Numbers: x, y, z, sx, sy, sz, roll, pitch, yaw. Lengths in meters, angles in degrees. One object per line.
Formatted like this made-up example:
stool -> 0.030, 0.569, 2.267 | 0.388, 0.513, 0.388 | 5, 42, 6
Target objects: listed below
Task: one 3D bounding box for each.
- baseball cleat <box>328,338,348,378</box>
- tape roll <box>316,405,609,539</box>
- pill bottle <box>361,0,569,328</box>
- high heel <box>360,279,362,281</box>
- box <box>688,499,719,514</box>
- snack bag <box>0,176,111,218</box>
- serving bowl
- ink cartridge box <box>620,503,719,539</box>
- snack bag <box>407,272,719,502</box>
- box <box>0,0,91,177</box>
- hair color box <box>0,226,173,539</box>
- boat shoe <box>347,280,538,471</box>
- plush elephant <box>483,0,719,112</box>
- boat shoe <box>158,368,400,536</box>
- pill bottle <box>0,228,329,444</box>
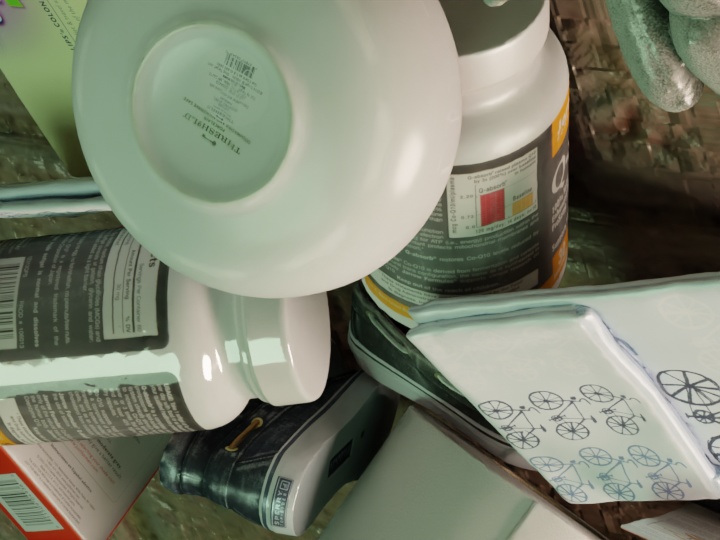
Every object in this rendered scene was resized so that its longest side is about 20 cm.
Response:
baseball cleat -> -0.074, 0.045, 1.455 | 0.069, 0.107, 0.200 | -13, 127, 31
tape roll -> 0.073, 0.192, 1.401 | 0.202, 0.139, 0.203 | 35, 179, 1
pill bottle -> 0.049, -0.068, 1.201 | 0.116, 0.117, 0.201 | 21, 144, 21
high heel -> 0.000, 0.000, 1.345 | 0.199, 0.096, 0.068 | 11, 139, 31
box -> 0.259, 0.081, 1.262 | 0.160, 0.044, 0.200 | 24, 144, 18
snack bag -> -0.095, -0.044, 1.295 | 0.188, 0.200, 0.022 | -3, 93, 34
serving bowl -> -0.055, -0.079, 1.105 | 0.199, 0.066, 0.201 | 6, 105, 23
ink cartridge box -> 0.231, 0.181, 1.301 | 0.162, 0.200, 0.057 | 22, 101, 21
snack bag -> 0.150, 0.064, 1.204 | 0.199, 0.021, 0.189 | -7, 143, 32
box -> -0.107, -0.151, 1.259 | 0.199, 0.097, 0.176 | -3, 130, 42
hair color box -> -0.157, 0.072, 1.476 | 0.061, 0.200, 0.102 | -9, 126, 47
boat shoe -> 0.073, 0.056, 1.369 | 0.199, 0.072, 0.071 | 21, 148, 25
plush elephant -> 0.132, -0.163, 1.002 | 0.199, 0.155, 0.165 | 17, 112, -31
boat shoe -> -0.044, 0.093, 1.420 | 0.090, 0.200, 0.071 | 17, 109, 16
pill bottle -> -0.125, 0.034, 1.325 | 0.199, 0.117, 0.117 | -5, 133, 13
